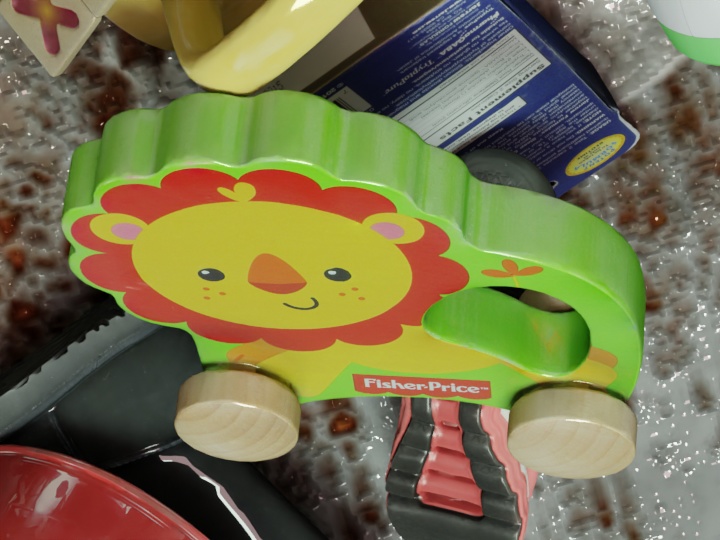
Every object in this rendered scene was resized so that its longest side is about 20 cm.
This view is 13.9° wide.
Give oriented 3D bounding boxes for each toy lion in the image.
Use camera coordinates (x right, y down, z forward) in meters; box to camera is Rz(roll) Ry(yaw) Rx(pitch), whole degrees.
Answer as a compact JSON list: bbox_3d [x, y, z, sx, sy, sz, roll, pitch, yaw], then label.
[{"bbox_3d":[0.000,0.000,1.030,0.199,0.069,0.192,3,151,5],"label":"toy lion"}]

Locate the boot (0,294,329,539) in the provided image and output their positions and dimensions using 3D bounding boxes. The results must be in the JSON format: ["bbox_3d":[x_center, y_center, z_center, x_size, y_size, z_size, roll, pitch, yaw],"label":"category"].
[{"bbox_3d":[-0.040,0.091,1.194,0.165,0.066,0.200,-33,102,25],"label":"boot"}]

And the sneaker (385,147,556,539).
[{"bbox_3d":[0.048,0.023,1.188,0.073,0.087,0.201,15,130,13],"label":"sneaker"}]

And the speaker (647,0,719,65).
[{"bbox_3d":[0.128,-0.178,1.082,0.088,0.089,0.201,-18,122,1],"label":"speaker"}]

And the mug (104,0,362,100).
[{"bbox_3d":[-0.042,-0.151,1.024,0.153,0.187,0.150,-40,92,24],"label":"mug"}]

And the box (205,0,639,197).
[{"bbox_3d":[0.025,-0.055,1.129,0.121,0.032,0.200,-34,155,11],"label":"box"}]

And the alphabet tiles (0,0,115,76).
[{"bbox_3d":[-0.142,-0.170,0.998,0.200,0.006,0.166,51,132,9],"label":"alphabet tiles"}]

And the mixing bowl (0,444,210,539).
[{"bbox_3d":[-0.124,0.179,1.177,0.199,0.108,0.201,23,138,22],"label":"mixing bowl"}]
